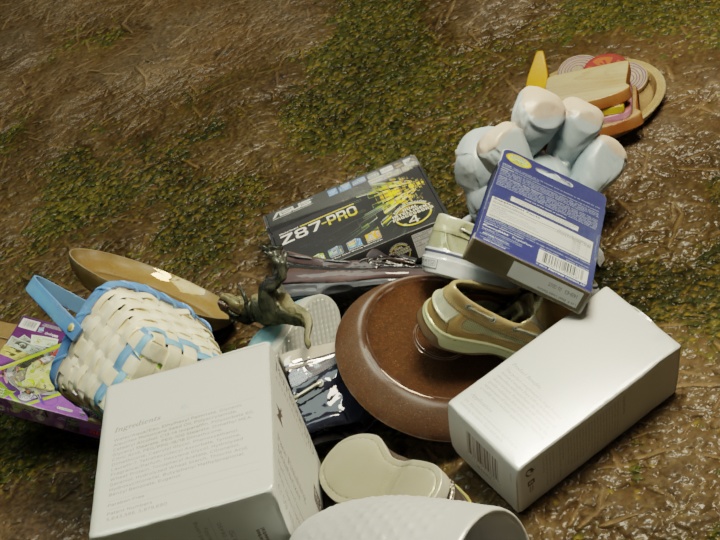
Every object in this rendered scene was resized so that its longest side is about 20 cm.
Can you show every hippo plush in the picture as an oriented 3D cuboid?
[{"bbox_3d":[0.187,-0.097,1.602,0.158,0.202,0.161,-27,10,-19],"label":"hippo plush"}]

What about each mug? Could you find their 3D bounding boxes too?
[{"bbox_3d":[0.023,0.276,1.169,0.174,0.147,0.202,2,70,35],"label":"mug"}]

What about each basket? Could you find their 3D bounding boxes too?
[{"bbox_3d":[-0.232,0.081,1.471,0.140,0.176,0.200,-55,40,7],"label":"basket"}]

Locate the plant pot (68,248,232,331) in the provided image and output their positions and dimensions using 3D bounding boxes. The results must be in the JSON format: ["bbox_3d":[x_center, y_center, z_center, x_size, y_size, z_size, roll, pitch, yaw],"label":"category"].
[{"bbox_3d":[-0.231,0.025,1.635,0.200,0.199,0.028,30,100,49],"label":"plant pot"}]

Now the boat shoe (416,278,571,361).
[{"bbox_3d":[0.151,0.044,1.386,0.198,0.076,0.072,4,47,-36],"label":"boat shoe"}]

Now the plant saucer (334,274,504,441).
[{"bbox_3d":[0.075,0.073,1.425,0.198,0.035,0.202,7,46,-7],"label":"plant saucer"}]

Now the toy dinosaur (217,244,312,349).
[{"bbox_3d":[-0.087,0.021,1.502,0.047,0.089,0.199,-2,6,-28],"label":"toy dinosaur"}]

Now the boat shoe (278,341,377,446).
[{"bbox_3d":[0.013,0.112,1.465,0.198,0.075,0.093,-17,60,-11],"label":"boat shoe"}]

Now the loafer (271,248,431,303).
[{"bbox_3d":[0.000,0.000,1.582,0.198,0.072,0.064,-4,74,7],"label":"loafer"}]

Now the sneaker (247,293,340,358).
[{"bbox_3d":[-0.096,0.110,1.527,0.082,0.074,0.200,-18,26,52],"label":"sneaker"}]

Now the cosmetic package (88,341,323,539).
[{"bbox_3d":[-0.129,0.202,1.312,0.163,0.166,0.201,-15,35,6],"label":"cosmetic package"}]

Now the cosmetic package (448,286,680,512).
[{"bbox_3d":[0.184,0.114,1.339,0.199,0.074,0.102,-32,52,-20],"label":"cosmetic package"}]

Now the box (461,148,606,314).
[{"bbox_3d":[0.172,-0.042,1.423,0.120,0.033,0.200,25,33,0],"label":"box"}]

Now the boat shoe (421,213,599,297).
[{"bbox_3d":[0.155,-0.008,1.460,0.198,0.063,0.072,12,4,-26],"label":"boat shoe"}]

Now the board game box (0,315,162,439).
[{"bbox_3d":[-0.291,0.119,1.571,0.198,0.033,0.120,14,39,8],"label":"board game box"}]

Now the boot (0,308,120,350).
[{"bbox_3d":[-0.377,0.074,1.711,0.198,0.067,0.175,4,40,34],"label":"boot"}]

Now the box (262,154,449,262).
[{"bbox_3d":[-0.003,-0.045,1.697,0.198,0.049,0.162,-22,31,0],"label":"box"}]

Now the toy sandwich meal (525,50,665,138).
[{"bbox_3d":[0.270,-0.217,1.776,0.203,0.071,0.206,-14,34,10],"label":"toy sandwich meal"}]

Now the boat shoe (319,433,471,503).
[{"bbox_3d":[0.030,0.197,1.325,0.072,0.059,0.199,-56,27,-15],"label":"boat shoe"}]
